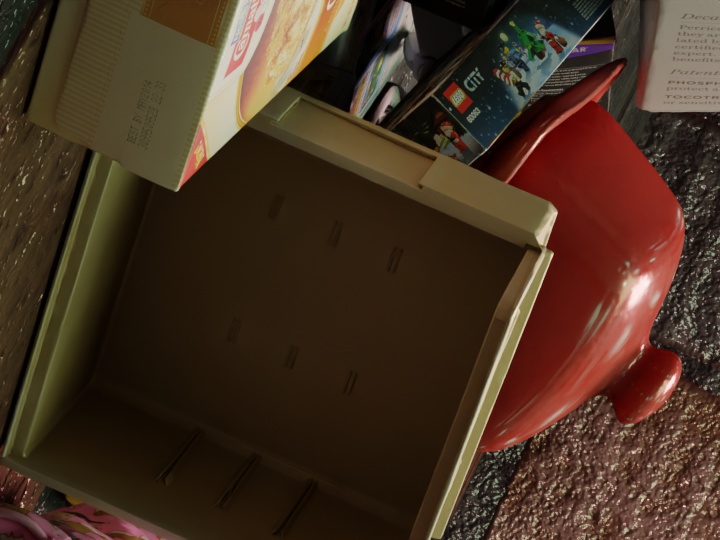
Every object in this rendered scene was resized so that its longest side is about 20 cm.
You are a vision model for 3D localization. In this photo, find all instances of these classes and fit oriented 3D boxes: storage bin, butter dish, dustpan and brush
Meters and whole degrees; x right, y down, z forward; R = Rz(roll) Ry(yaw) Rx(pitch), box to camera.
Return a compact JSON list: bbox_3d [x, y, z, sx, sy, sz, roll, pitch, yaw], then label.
[{"bbox_3d":[-0.035,0.030,1.326,0.094,0.200,0.199,-52,164,-60],"label":"storage bin"},{"bbox_3d":[0.095,0.016,1.445,0.200,0.148,0.199,-50,176,22],"label":"butter dish"},{"bbox_3d":[0.047,-0.109,1.652,0.200,0.057,0.140,-76,155,-70],"label":"dustpan and brush"}]

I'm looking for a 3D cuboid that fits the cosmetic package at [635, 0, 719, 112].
[{"bbox_3d":[0.223,-0.188,1.444,0.200,0.166,0.168,84,8,-72],"label":"cosmetic package"}]

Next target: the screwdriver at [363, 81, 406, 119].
[{"bbox_3d":[-0.017,-0.043,1.781,0.200,0.028,0.029,-63,143,-34],"label":"screwdriver"}]

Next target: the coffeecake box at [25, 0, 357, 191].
[{"bbox_3d":[-0.048,-0.145,1.198,0.200,0.073,0.154,-50,163,-59],"label":"coffeecake box"}]

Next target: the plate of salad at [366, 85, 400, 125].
[{"bbox_3d":[0.000,0.000,1.559,0.200,0.048,0.200,16,90,-83],"label":"plate of salad"}]

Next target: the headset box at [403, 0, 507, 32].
[{"bbox_3d":[0.073,-0.247,1.407,0.174,0.093,0.200,-51,162,-55],"label":"headset box"}]

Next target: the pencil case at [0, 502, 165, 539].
[{"bbox_3d":[-0.144,0.145,1.339,0.083,0.086,0.200,-61,169,1],"label":"pencil case"}]

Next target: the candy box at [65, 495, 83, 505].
[{"bbox_3d":[-0.116,0.097,1.581,0.200,0.026,0.102,75,38,-76],"label":"candy box"}]

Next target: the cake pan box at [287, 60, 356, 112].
[{"bbox_3d":[-0.060,0.014,1.512,0.184,0.052,0.200,-61,165,-52],"label":"cake pan box"}]

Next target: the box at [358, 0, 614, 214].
[{"bbox_3d":[0.047,-0.081,1.426,0.137,0.038,0.200,-40,-174,39],"label":"box"}]

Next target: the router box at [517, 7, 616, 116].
[{"bbox_3d":[0.103,-0.167,1.628,0.157,0.052,0.200,87,-2,-60],"label":"router box"}]

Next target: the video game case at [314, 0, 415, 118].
[{"bbox_3d":[0.010,-0.158,1.660,0.182,0.024,0.200,-56,168,-44],"label":"video game case"}]
